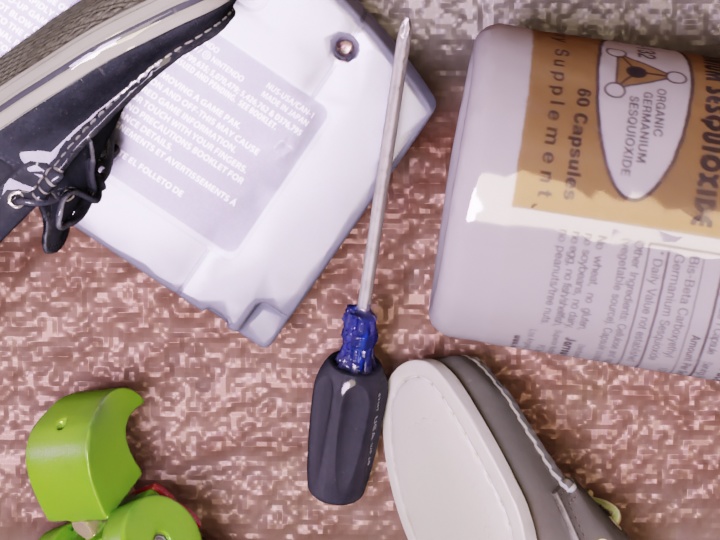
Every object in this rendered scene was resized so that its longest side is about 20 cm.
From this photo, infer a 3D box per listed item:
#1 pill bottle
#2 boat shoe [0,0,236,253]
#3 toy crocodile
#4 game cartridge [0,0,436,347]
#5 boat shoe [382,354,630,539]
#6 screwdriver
[{"bbox_3d":[0.131,-0.018,1.058,0.200,0.114,0.114,9,103,0],"label":"pill bottle"},{"bbox_3d":[-0.115,-0.042,1.050,0.200,0.075,0.062,-37,104,14],"label":"boat shoe"},{"bbox_3d":[-0.062,0.135,1.129,0.068,0.062,0.200,-24,106,47],"label":"toy crocodile"},{"bbox_3d":[-0.080,-0.079,1.093,0.200,0.041,0.133,34,105,-6],"label":"game cartridge"},{"bbox_3d":[0.073,0.119,1.118,0.060,0.072,0.202,-25,88,-34],"label":"boat shoe"},{"bbox_3d":[0.000,0.000,1.086,0.029,0.028,0.200,-18,127,-33],"label":"screwdriver"}]
